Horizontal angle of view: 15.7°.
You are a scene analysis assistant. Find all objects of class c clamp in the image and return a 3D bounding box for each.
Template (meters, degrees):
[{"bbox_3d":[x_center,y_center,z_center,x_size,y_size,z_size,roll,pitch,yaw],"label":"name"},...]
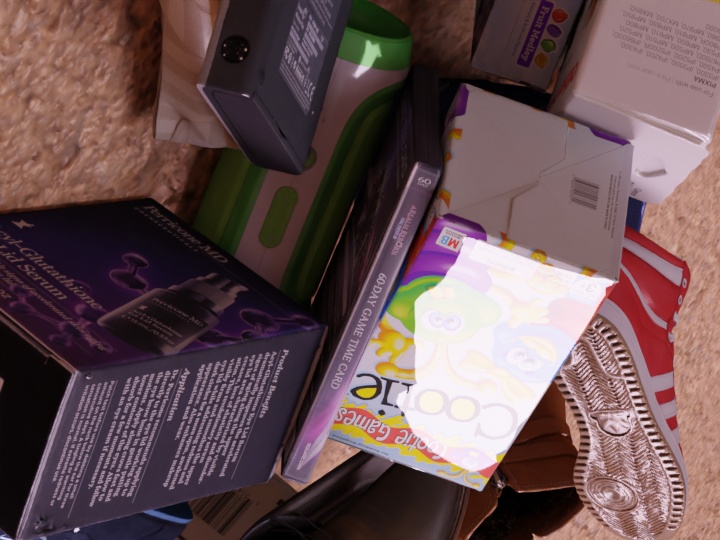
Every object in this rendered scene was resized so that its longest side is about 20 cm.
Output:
[{"bbox_3d":[-0.021,0.186,1.556,0.200,0.027,0.171,-25,137,-44],"label":"c clamp"}]

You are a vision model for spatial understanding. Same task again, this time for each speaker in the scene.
[{"bbox_3d":[-0.040,-0.056,1.466,0.088,0.088,0.200,-6,124,-53],"label":"speaker"}]

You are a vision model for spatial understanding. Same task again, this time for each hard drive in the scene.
[{"bbox_3d":[-0.028,-0.163,1.330,0.140,0.033,0.200,56,49,-72],"label":"hard drive"}]

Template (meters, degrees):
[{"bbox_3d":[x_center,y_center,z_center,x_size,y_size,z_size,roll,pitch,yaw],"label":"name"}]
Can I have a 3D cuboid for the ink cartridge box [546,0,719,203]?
[{"bbox_3d":[0.171,-0.155,1.452,0.145,0.083,0.200,114,-5,-77],"label":"ink cartridge box"}]

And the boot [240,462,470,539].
[{"bbox_3d":[-0.012,0.163,1.466,0.200,0.075,0.097,-52,148,-14],"label":"boot"}]

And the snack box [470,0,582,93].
[{"bbox_3d":[0.120,-0.220,1.484,0.142,0.053,0.200,-77,-172,-63],"label":"snack box"}]

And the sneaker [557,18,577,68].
[{"bbox_3d":[0.145,-0.220,1.604,0.200,0.070,0.076,-64,167,24],"label":"sneaker"}]

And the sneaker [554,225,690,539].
[{"bbox_3d":[0.163,0.063,1.557,0.113,0.071,0.200,-66,148,-44],"label":"sneaker"}]

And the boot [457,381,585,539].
[{"bbox_3d":[0.110,0.091,1.641,0.200,0.155,0.077,-32,122,-3],"label":"boot"}]

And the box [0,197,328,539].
[{"bbox_3d":[-0.142,0.046,1.362,0.200,0.148,0.104,-11,128,-52],"label":"box"}]

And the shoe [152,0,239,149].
[{"bbox_3d":[-0.087,-0.135,1.335,0.200,0.053,0.070,88,3,-48],"label":"shoe"}]

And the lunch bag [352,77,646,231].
[{"bbox_3d":[0.084,-0.045,1.610,0.200,0.132,0.136,10,93,-59],"label":"lunch bag"}]

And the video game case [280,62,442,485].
[{"bbox_3d":[0.000,0.000,1.430,0.143,0.019,0.200,-89,-159,-64],"label":"video game case"}]

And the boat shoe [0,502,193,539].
[{"bbox_3d":[-0.183,0.126,1.470,0.200,0.084,0.069,22,109,-43],"label":"boat shoe"}]

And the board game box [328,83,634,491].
[{"bbox_3d":[0.061,0.013,1.430,0.200,0.103,0.105,117,-12,-46],"label":"board game box"}]

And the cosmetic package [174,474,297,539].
[{"bbox_3d":[-0.061,0.186,1.644,0.071,0.105,0.200,-48,147,-12],"label":"cosmetic package"}]
